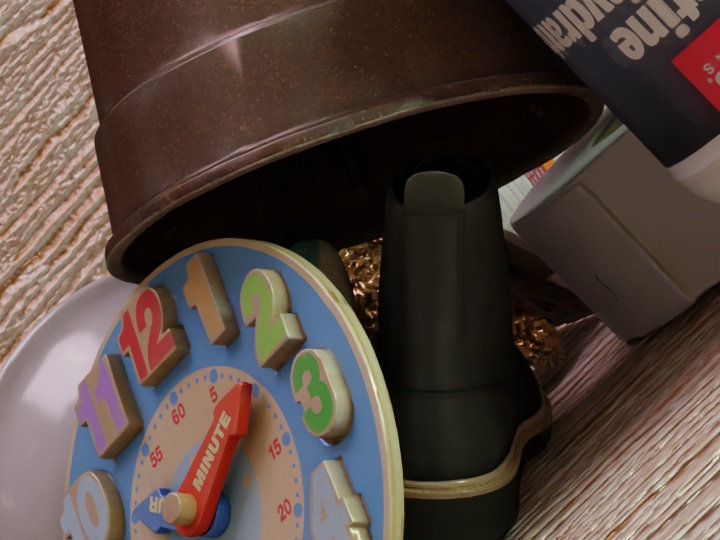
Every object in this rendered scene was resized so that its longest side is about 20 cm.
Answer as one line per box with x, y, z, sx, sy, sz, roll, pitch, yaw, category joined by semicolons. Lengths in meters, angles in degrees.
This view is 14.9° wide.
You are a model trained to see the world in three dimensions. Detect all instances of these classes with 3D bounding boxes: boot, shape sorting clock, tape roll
0.038;0.007;1.061;0.077;0.139;0.200;-1;16;-1;boot
-0.053;0.088;0.990;0.039;0.201;0.200;9;-36;-36;shape sorting clock
0.155;-0.064;1.138;0.202;0.071;0.202;-44;3;3;tape roll

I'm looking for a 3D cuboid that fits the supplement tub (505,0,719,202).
0.128;-0.115;0.958;0.140;0.200;0.140;-44;3;3;supplement tub

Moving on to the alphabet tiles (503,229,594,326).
0.015;-0.021;1.292;0.006;0.200;0.166;-66;8;-11;alphabet tiles

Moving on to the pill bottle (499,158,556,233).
0.033;-0.003;1.571;0.200;0.110;0.110;-47;4;-40;pill bottle

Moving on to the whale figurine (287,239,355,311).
-0.052;0.066;1.096;0.200;0.103;0.160;107;168;-58;whale figurine

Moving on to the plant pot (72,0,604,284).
-0.031;-0.122;1.062;0.200;0.199;0.200;-18;-10;-3;plant pot

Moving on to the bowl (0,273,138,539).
-0.074;0.101;1.251;0.201;0.201;0.090;-45;36;-17;bowl

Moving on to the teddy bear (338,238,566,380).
0.000;0.000;1.232;0.145;0.199;0.067;-61;-6;-76;teddy bear
